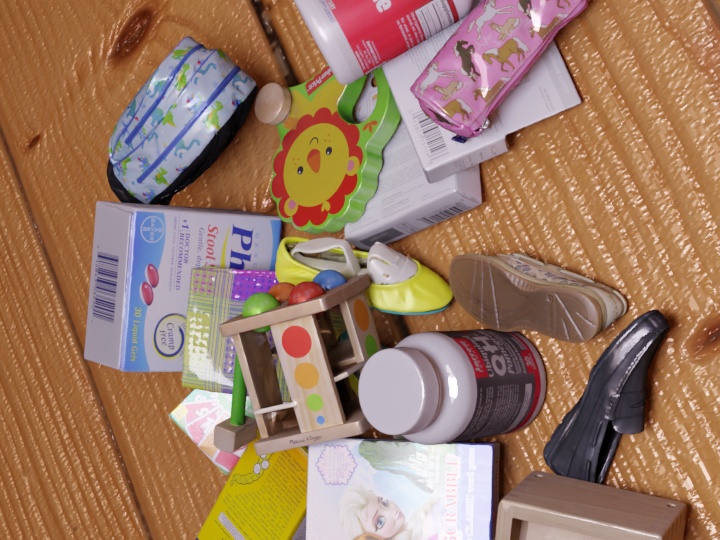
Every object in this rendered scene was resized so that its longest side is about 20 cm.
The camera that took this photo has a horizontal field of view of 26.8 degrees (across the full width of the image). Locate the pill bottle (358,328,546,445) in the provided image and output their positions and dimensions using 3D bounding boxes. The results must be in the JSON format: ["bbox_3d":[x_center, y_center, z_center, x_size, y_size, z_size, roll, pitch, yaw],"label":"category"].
[{"bbox_3d":[0.089,0.115,1.496,0.110,0.199,0.112,0,90,38],"label":"pill bottle"}]

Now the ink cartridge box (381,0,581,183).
[{"bbox_3d":[0.113,-0.214,1.560,0.172,0.044,0.201,-22,70,4],"label":"ink cartridge box"}]

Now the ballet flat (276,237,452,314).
[{"bbox_3d":[0.000,0.000,1.610,0.198,0.067,0.068,9,128,19],"label":"ballet flat"}]

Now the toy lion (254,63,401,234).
[{"bbox_3d":[-0.028,-0.147,1.654,0.200,0.068,0.193,-37,58,30],"label":"toy lion"}]

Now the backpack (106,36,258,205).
[{"bbox_3d":[-0.202,-0.174,1.730,0.199,0.163,0.154,-14,117,50],"label":"backpack"}]

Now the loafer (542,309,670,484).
[{"bbox_3d":[0.248,0.128,1.452,0.070,0.068,0.202,39,119,24],"label":"loafer"}]

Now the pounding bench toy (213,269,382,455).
[{"bbox_3d":[-0.083,0.095,1.560,0.198,0.124,0.157,-15,95,25],"label":"pounding bench toy"}]

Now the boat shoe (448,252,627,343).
[{"bbox_3d":[0.174,0.025,1.523,0.199,0.062,0.074,21,119,41],"label":"boat shoe"}]

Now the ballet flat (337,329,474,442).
[{"bbox_3d":[0.038,0.146,1.627,0.200,0.067,0.067,39,128,26],"label":"ballet flat"}]

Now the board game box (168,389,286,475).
[{"bbox_3d":[-0.113,0.126,1.702,0.096,0.030,0.200,45,86,1],"label":"board game box"}]

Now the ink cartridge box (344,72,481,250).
[{"bbox_3d":[0.051,-0.140,1.642,0.162,0.057,0.202,-23,55,38],"label":"ink cartridge box"}]

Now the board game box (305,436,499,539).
[{"bbox_3d":[0.042,0.273,1.548,0.197,0.041,0.202,0,85,15],"label":"board game box"}]

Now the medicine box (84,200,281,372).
[{"bbox_3d":[-0.203,0.019,1.736,0.103,0.199,0.184,11,97,54],"label":"medicine box"}]

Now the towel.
[{"bbox_3d":[-0.095,0.073,1.678,0.198,0.023,0.145,5,85,-3],"label":"towel"}]

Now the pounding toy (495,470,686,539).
[{"bbox_3d":[0.207,0.307,1.452,0.183,0.142,0.202,10,104,24],"label":"pounding toy"}]

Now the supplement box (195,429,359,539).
[{"bbox_3d":[-0.083,0.263,1.699,0.109,0.108,0.201,42,115,29],"label":"supplement box"}]

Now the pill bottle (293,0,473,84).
[{"bbox_3d":[0.040,-0.282,1.514,0.199,0.112,0.113,-30,68,1],"label":"pill bottle"}]

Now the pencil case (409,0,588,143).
[{"bbox_3d":[0.139,-0.222,1.487,0.200,0.086,0.083,-51,14,-3],"label":"pencil case"}]
